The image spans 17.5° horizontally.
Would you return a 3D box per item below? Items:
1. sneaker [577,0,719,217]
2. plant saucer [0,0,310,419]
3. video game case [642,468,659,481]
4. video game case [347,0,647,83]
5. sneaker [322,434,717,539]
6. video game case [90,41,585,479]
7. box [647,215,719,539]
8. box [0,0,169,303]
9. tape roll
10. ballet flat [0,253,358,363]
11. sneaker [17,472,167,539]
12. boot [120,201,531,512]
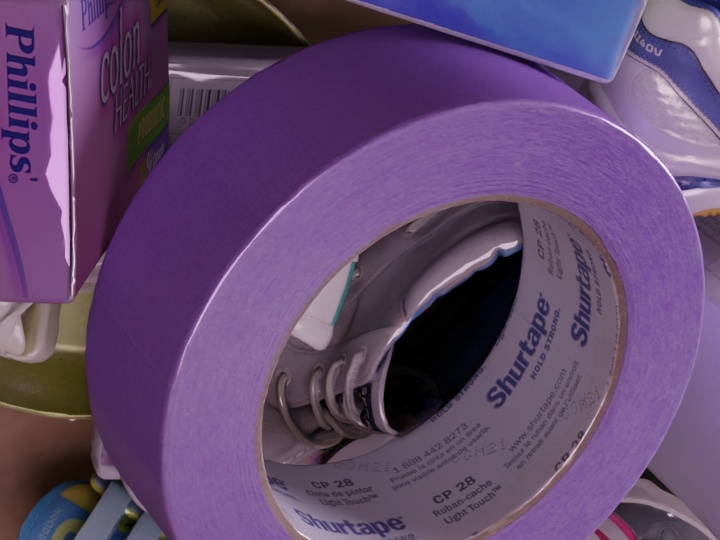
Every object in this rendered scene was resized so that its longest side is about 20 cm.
[{"bbox_3d":[0.178,-0.064,0.845,0.200,0.075,0.088,-1,138,-27],"label":"sneaker"},{"bbox_3d":[-0.103,-0.036,0.918,0.200,0.031,0.200,-5,116,-10],"label":"plant saucer"},{"bbox_3d":[0.067,0.064,1.008,0.182,0.022,0.200,33,105,-24],"label":"video game case"},{"bbox_3d":[-0.019,-0.140,0.799,0.200,0.181,0.046,16,109,-19],"label":"video game case"},{"bbox_3d":[0.082,0.138,0.951,0.200,0.121,0.084,15,129,-28],"label":"sneaker"},{"bbox_3d":[0.000,0.000,0.929,0.200,0.024,0.182,1,116,-18],"label":"video game case"},{"bbox_3d":[0.198,0.014,0.929,0.200,0.124,0.098,-13,121,-20],"label":"box"},{"bbox_3d":[-0.175,-0.062,0.776,0.200,0.176,0.097,1,107,4],"label":"box"},{"bbox_3d":[0.014,0.023,0.771,0.200,0.066,0.200,-16,125,-23],"label":"tape roll"},{"bbox_3d":[-0.099,0.004,0.849,0.200,0.069,0.070,0,118,12],"label":"ballet flat"},{"bbox_3d":[-0.071,0.138,0.926,0.131,0.200,0.080,37,77,-17],"label":"sneaker"},{"bbox_3d":[-0.010,0.036,0.875,0.074,0.096,0.200,38,101,-30],"label":"boot"}]
